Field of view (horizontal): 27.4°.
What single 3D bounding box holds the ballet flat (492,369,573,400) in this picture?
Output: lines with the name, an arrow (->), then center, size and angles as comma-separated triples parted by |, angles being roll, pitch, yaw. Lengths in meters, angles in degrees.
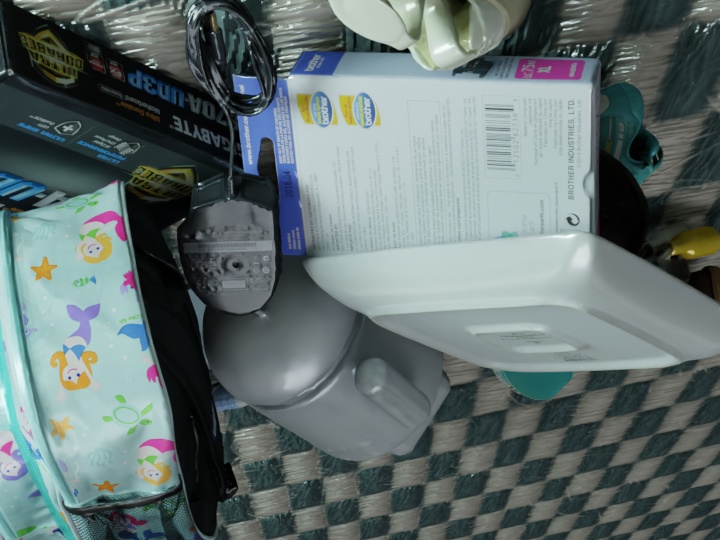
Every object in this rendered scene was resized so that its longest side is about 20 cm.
ballet flat -> 0.115, 0.037, 1.178 | 0.071, 0.072, 0.200 | -20, 146, 19

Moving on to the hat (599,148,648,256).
hat -> 0.081, -0.020, 0.920 | 0.199, 0.081, 0.201 | 22, 160, 8

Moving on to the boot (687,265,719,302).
boot -> 0.219, 0.050, 1.244 | 0.165, 0.073, 0.200 | -10, 172, -2

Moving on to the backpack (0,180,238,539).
backpack -> -0.152, 0.055, 0.818 | 0.149, 0.178, 0.201 | -10, 146, -9

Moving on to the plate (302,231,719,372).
plate -> 0.098, 0.027, 0.859 | 0.199, 0.033, 0.199 | -6, 160, 40

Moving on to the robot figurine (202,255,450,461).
robot figurine -> -0.023, 0.050, 0.954 | 0.169, 0.113, 0.200 | 24, 170, 46

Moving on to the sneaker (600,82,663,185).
sneaker -> 0.165, -0.061, 0.984 | 0.079, 0.078, 0.200 | -24, 157, 5

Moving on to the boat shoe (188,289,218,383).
boat shoe -> -0.116, 0.049, 1.107 | 0.198, 0.074, 0.065 | -5, 164, 9

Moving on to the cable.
cable -> 0.206, -0.008, 1.117 | 0.097, 0.051, 0.200 | -13, 175, 30

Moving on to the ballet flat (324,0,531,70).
ballet flat -> 0.027, -0.134, 0.736 | 0.069, 0.070, 0.199 | -27, 154, 31

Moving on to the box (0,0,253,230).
box -> -0.177, -0.063, 0.816 | 0.158, 0.046, 0.200 | -26, 155, 27

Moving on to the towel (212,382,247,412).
towel -> -0.083, 0.083, 1.132 | 0.199, 0.024, 0.147 | -14, -171, 35

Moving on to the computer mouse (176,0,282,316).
computer mouse -> -0.071, -0.060, 0.804 | 0.058, 0.034, 0.201 | 1, 125, -2

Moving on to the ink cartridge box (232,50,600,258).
ink cartridge box -> 0.033, -0.061, 0.822 | 0.198, 0.042, 0.120 | 2, 124, 12
